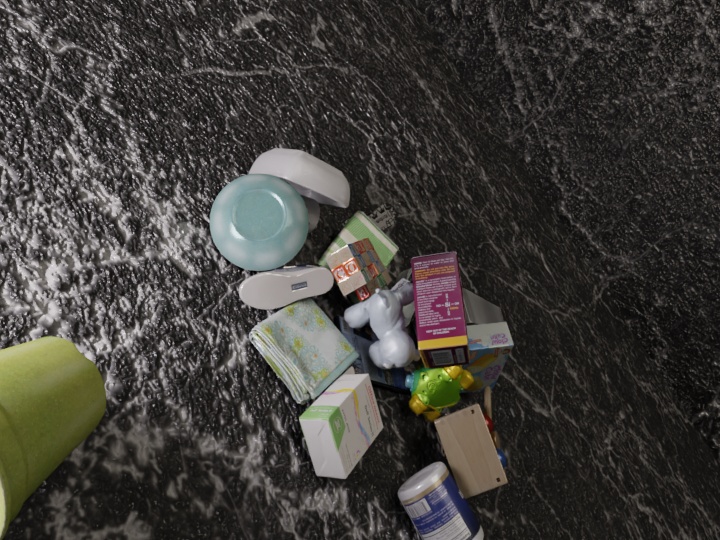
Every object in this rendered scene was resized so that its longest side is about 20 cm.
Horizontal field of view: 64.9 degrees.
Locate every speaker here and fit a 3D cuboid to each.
[{"bbox_3d":[-0.185,-0.144,1.239,0.197,0.081,0.083,15,48,-44],"label":"speaker"}]

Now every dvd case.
[{"bbox_3d":[0.025,0.189,1.251,0.198,0.017,0.145,24,44,-39],"label":"dvd case"}]

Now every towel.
[{"bbox_3d":[-0.002,-0.033,1.358,0.152,0.023,0.201,43,57,-13],"label":"towel"},{"bbox_3d":[-0.104,0.145,1.093,0.172,0.048,0.199,51,33,5],"label":"towel"}]

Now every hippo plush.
[{"bbox_3d":[0.076,0.121,1.205,0.157,0.199,0.164,-18,81,-33],"label":"hippo plush"}]

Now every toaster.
[{"bbox_3d":[0.243,0.141,1.412,0.198,0.180,0.121,26,37,-35],"label":"toaster"}]

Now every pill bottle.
[{"bbox_3d":[0.164,0.481,1.071,0.110,0.110,0.203,-19,75,-55],"label":"pill bottle"}]

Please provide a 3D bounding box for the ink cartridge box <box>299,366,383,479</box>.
[{"bbox_3d":[-0.021,0.269,1.041,0.199,0.066,0.120,-37,114,-57],"label":"ink cartridge box"}]

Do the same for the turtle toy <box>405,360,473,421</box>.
[{"bbox_3d":[0.173,0.256,1.282,0.101,0.146,0.200,49,5,38],"label":"turtle toy"}]

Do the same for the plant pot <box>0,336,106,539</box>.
[{"bbox_3d":[-0.392,0.167,0.623,0.202,0.199,0.184,51,22,-1],"label":"plant pot"}]

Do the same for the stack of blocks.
[{"bbox_3d":[0.000,0.000,1.229,0.117,0.058,0.200,62,15,0],"label":"stack of blocks"}]

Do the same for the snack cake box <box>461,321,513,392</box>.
[{"bbox_3d":[0.281,0.212,1.357,0.112,0.202,0.068,-4,50,-8],"label":"snack cake box"}]

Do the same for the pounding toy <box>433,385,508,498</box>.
[{"bbox_3d":[0.249,0.358,1.215,0.200,0.139,0.188,49,20,-73],"label":"pounding toy"}]

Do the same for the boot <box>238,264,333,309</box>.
[{"bbox_3d":[-0.157,0.029,1.139,0.196,0.090,0.075,-6,100,-29],"label":"boot"}]

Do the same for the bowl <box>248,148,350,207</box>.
[{"bbox_3d":[-0.128,-0.211,1.268,0.198,0.198,0.076,22,87,-40],"label":"bowl"}]

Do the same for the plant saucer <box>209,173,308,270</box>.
[{"bbox_3d":[-0.198,-0.103,1.113,0.195,0.039,0.207,2,75,-9],"label":"plant saucer"}]

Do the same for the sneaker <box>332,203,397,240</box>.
[{"bbox_3d":[0.003,-0.100,1.452,0.197,0.087,0.077,-26,91,-32],"label":"sneaker"}]

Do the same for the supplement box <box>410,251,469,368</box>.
[{"bbox_3d":[0.168,0.085,1.185,0.131,0.100,0.205,61,24,-62],"label":"supplement box"}]

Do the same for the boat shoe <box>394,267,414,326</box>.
[{"bbox_3d":[0.122,0.058,1.442,0.070,0.071,0.203,39,35,-18],"label":"boat shoe"}]
